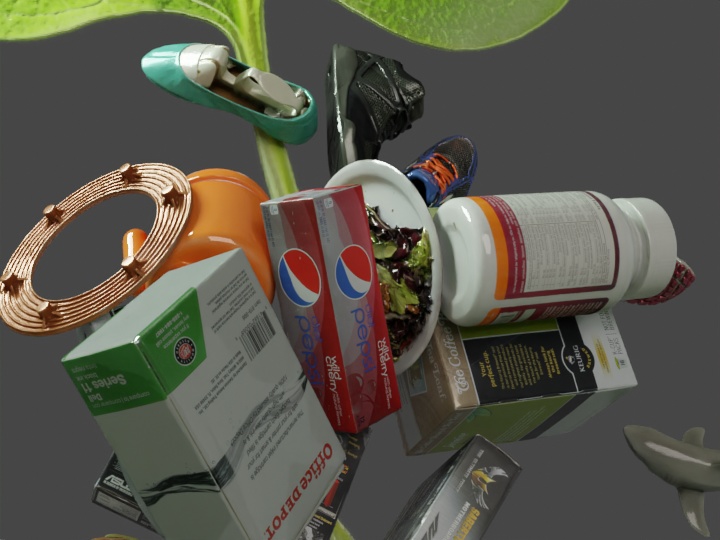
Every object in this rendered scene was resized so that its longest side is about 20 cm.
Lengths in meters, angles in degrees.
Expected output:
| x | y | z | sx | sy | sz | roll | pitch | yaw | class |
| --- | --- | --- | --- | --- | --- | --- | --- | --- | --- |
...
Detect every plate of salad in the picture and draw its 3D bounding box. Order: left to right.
| x | y | z | sx | sy | sz | roll | pitch | yaw | class |
| --- | --- | --- | --- | --- | --- | --- | --- | --- | --- |
| 0.000 | 0.000 | 0.904 | 0.048 | 0.200 | 0.201 | -4 | 63 | -39 | plate of salad |

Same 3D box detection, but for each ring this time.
| x | y | z | sx | sy | sz | roll | pitch | yaw | class |
| --- | --- | --- | --- | --- | --- | --- | --- | --- | --- |
| -0.235 | -0.027 | 0.861 | 0.199 | 0.019 | 0.201 | -19 | 40 | 16 | ring |

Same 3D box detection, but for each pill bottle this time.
| x | y | z | sx | sy | sz | roll | pitch | yaw | class |
| --- | --- | --- | --- | --- | --- | --- | --- | --- | --- |
| 0.167 | -0.014 | 0.864 | 0.198 | 0.110 | 0.110 | -4 | 64 | -22 | pill bottle |

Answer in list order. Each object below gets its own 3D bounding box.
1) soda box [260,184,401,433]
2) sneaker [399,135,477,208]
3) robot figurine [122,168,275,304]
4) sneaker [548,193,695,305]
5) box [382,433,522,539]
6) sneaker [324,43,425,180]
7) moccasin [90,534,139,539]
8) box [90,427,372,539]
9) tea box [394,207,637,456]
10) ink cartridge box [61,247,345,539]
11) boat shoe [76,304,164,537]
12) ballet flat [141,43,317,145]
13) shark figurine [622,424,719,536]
| x | y | z | sx | sy | sz | roll | pitch | yaw | class |
| --- | --- | --- | --- | --- | --- | --- | --- | --- | --- |
| -0.024 | 0.032 | 0.842 | 0.063 | 0.070 | 0.202 | -21 | 105 | -46 | soda box |
| 0.067 | -0.082 | 1.043 | 0.075 | 0.079 | 0.200 | 40 | 57 | 4 | sneaker |
| -0.134 | -0.017 | 0.895 | 0.117 | 0.144 | 0.201 | 43 | 22 | -27 | robot figurine |
| 0.280 | -0.027 | 1.091 | 0.199 | 0.081 | 0.075 | 23 | 45 | -11 | sneaker |
| 0.039 | 0.245 | 0.809 | 0.048 | 0.159 | 0.200 | 37 | 57 | 5 | box |
| 0.020 | -0.156 | 1.068 | 0.113 | 0.076 | 0.201 | 5 | 56 | -9 | sneaker |
| -0.129 | 0.261 | 0.787 | 0.200 | 0.078 | 0.074 | 29 | 57 | -3 | moccasin |
| -0.108 | 0.168 | 0.862 | 0.199 | 0.050 | 0.158 | 27 | 57 | -4 | box |
| 0.126 | 0.054 | 0.958 | 0.195 | 0.134 | 0.201 | -3 | 63 | -22 | tea box |
| -0.108 | 0.108 | 0.743 | 0.201 | 0.083 | 0.147 | 65 | 33 | -15 | ink cartridge box |
| -0.166 | 0.111 | 0.800 | 0.070 | 0.072 | 0.201 | -13 | 70 | -29 | boat shoe |
| -0.132 | -0.200 | 1.041 | 0.199 | 0.070 | 0.068 | 24 | 58 | -5 | ballet flat |
| 0.388 | 0.185 | 1.010 | 0.213 | 0.090 | 0.129 | -13 | 69 | -23 | shark figurine |
